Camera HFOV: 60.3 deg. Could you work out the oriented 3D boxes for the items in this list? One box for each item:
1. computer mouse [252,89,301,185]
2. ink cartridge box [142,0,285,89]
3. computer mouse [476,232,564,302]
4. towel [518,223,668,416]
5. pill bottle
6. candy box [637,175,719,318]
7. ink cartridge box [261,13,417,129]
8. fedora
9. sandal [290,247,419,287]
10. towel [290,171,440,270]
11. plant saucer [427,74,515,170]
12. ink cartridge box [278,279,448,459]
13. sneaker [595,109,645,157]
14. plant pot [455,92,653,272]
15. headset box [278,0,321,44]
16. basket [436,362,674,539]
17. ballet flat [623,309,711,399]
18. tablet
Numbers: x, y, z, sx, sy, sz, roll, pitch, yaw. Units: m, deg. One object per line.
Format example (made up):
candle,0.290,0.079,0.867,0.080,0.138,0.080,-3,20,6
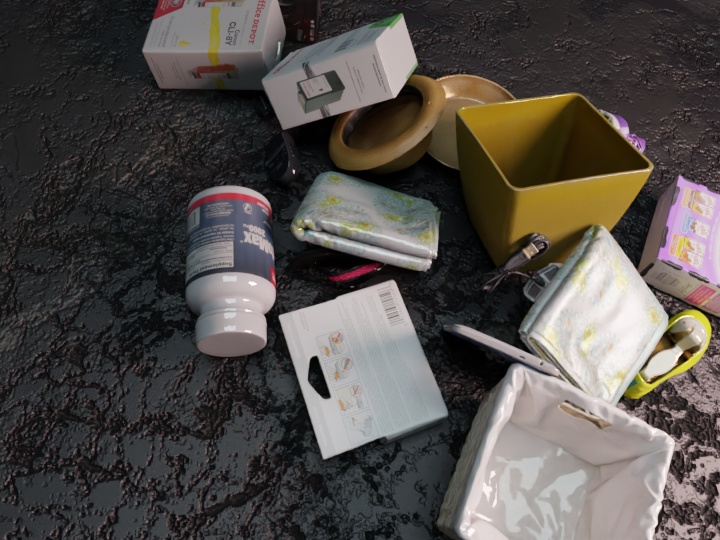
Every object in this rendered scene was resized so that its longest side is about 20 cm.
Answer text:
computer mouse,-0.133,-0.215,0.984,0.034,0.058,0.203,14,48,-45
ink cartridge box,-0.233,-0.378,1.011,0.195,0.084,0.148,2,62,6
computer mouse,0.262,0.016,0.860,0.198,0.110,0.044,24,34,-32
towel,0.306,0.070,0.800,0.200,0.048,0.172,-48,110,-21
pill bottle,-0.172,0.003,0.822,0.117,0.120,0.204,-3,64,-7
candy box,0.543,-0.025,0.939,0.197,0.072,0.169,26,63,8
ink cartridge box,-0.029,-0.301,0.938,0.197,0.085,0.147,-8,32,28
fedora,0.047,-0.210,0.951,0.197,0.082,0.203,-17,48,19
sandal,0.000,0.000,0.872,0.195,0.075,0.046,3,78,-8
towel,0.015,-0.074,0.866,0.196,0.049,0.172,14,27,1
plant saucer,0.178,-0.236,1.027,0.196,0.036,0.204,2,64,-4
ink cartridge box,0.001,0.130,0.820,0.170,0.044,0.203,-16,66,-13
sneaker,0.388,-0.192,0.934,0.082,0.199,0.082,-9,83,19
plant pot,0.248,-0.113,0.875,0.196,0.179,0.202,-10,44,-10
headset box,-0.164,-0.477,1.048,0.196,0.149,0.076,8,63,-3
basket,0.211,0.250,0.708,0.195,0.161,0.202,24,68,6
ballet flat,0.435,0.111,0.861,0.198,0.067,0.067,-30,72,-20
tablet,0.167,0.095,0.775,0.128,0.200,0.014,24,87,6
